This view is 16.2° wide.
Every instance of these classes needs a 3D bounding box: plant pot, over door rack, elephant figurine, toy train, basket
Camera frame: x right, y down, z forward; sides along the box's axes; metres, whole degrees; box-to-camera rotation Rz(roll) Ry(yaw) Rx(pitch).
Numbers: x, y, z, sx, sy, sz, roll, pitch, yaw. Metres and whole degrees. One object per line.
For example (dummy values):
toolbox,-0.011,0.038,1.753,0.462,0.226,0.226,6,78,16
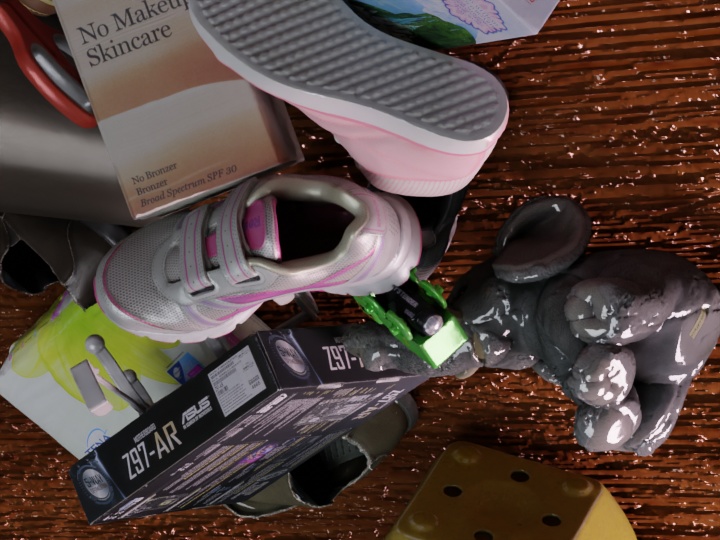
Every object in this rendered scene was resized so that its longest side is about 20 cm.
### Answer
plant pot,0.089,0.238,1.743,0.193,0.196,0.201,15,126,18
over door rack,-0.108,0.033,1.640,0.147,0.200,0.067,-32,83,2
elephant figurine,0.116,0.024,1.594,0.200,0.155,0.142,26,104,44
toy train,0.000,0.000,1.589,0.200,0.042,0.056,39,168,49
basket,-0.202,-0.108,1.651,0.199,0.136,0.181,15,102,10

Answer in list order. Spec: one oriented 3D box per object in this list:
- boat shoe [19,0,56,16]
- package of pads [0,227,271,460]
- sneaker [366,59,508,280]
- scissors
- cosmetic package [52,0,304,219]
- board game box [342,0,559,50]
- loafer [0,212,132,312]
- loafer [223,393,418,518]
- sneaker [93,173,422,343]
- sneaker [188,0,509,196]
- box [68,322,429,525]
boat shoe,-0.258,-0.234,1.613,0.200,0.072,0.068,44,134,2
package of pads,-0.161,0.070,1.821,0.154,0.068,0.200,41,135,-8
sneaker,0.029,-0.040,1.605,0.066,0.091,0.200,30,135,5
scissors,-0.222,-0.165,1.517,0.014,0.073,0.200,-34,114,24
cosmetic package,-0.119,-0.141,1.532,0.103,0.087,0.201,-22,90,9
board game box,-0.011,-0.201,1.424,0.200,0.041,0.199,40,161,-23
loafer,-0.233,-0.025,1.740,0.200,0.071,0.073,20,158,46
loafer,-0.045,0.133,1.808,0.075,0.070,0.200,46,134,-12
sneaker,-0.068,-0.016,1.502,0.199,0.082,0.088,-16,161,7
sneaker,-0.012,-0.105,1.485,0.200,0.076,0.105,26,157,6
box,-0.073,0.101,1.685,0.200,0.160,0.044,-36,70,35
